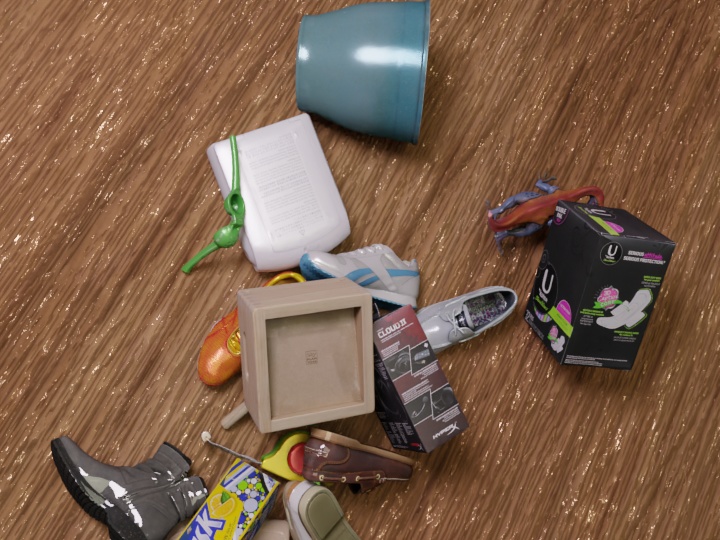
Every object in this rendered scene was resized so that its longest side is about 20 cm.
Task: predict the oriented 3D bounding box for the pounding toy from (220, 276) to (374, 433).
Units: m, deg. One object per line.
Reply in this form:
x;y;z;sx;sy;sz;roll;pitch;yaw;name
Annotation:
-0.090;0.123;0.976;0.180;0.142;0.205;-6;104;-20;pounding toy

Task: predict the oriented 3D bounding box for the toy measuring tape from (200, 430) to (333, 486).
-0.117;0.239;1.014;0.197;0.074;0.075;26;75;-9;toy measuring tape

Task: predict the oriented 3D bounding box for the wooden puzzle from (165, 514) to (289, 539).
-0.183;0.405;0.932;0.180;0.047;0.202;7;41;-9;wooden puzzle

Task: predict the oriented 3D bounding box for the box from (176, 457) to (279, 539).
-0.181;0.338;0.923;0.069;0.065;0.201;25;41;12;box

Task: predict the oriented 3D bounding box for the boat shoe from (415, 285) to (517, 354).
0.148;0.071;1.114;0.197;0.071;0.071;-23;87;-18;boat shoe

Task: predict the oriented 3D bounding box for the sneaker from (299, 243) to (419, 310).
0.000;0.000;1.077;0.197;0.076;0.083;18;74;-31;sneaker

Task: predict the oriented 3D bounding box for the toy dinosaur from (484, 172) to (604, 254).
0.292;-0.085;1.147;0.178;0.200;0.107;-16;101;14;toy dinosaur

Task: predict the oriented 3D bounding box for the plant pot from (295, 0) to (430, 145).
0.001;-0.293;1.085;0.183;0.200;0.205;4;79;1;plant pot

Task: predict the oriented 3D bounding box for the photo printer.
-0.112;-0.106;1.074;0.163;0.069;0.204;-22;87;-17;photo printer

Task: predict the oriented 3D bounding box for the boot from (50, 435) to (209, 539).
-0.298;0.268;0.967;0.199;0.068;0.130;42;50;13;boot

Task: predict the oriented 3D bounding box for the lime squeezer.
-0.185;-0.078;1.019;0.037;0.070;0.204;12;104;-42;lime squeezer

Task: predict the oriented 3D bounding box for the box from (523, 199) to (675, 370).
0.344;0.019;1.096;0.121;0.149;0.204;6;112;-14;box

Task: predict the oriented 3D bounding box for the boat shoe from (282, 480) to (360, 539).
-0.047;0.365;1.001;0.074;0.068;0.204;-31;116;-34;boat shoe

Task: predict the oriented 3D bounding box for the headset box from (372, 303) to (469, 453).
0.052;0.143;1.035;0.076;0.149;0.203;-24;86;-19;headset box

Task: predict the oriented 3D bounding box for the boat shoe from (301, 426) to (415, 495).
-0.003;0.268;1.012;0.198;0.070;0.072;25;71;-38;boat shoe

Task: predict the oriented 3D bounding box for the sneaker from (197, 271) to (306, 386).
-0.154;0.073;1.029;0.073;0.077;0.201;41;74;-6;sneaker
